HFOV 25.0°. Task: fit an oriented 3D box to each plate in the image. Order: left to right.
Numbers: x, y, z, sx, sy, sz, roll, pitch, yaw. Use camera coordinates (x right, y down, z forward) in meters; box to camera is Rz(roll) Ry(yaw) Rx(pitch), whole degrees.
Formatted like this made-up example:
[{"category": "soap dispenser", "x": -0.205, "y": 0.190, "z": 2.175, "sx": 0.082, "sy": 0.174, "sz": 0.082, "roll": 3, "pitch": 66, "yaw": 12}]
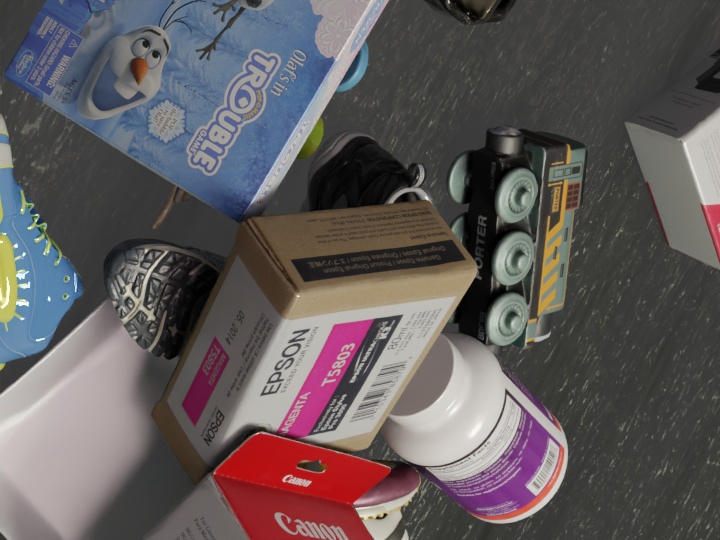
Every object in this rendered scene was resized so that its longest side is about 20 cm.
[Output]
[{"category": "plate", "x": -0.180, "y": 0.143, "z": 1.216, "sx": 0.199, "sy": 0.032, "sz": 0.200, "roll": -42, "pitch": 100, "yaw": -11}]

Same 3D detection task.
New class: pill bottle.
[{"category": "pill bottle", "x": 0.086, "y": 0.124, "z": 1.333, "sx": 0.113, "sy": 0.112, "sz": 0.200, "roll": -52, "pitch": 138, "yaw": -5}]

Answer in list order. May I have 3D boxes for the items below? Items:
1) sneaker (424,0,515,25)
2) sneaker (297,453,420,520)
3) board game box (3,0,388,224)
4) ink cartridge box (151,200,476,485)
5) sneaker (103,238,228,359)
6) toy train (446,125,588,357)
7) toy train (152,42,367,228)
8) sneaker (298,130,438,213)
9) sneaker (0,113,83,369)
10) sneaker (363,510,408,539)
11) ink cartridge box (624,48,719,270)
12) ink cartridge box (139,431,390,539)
[{"category": "sneaker", "x": 0.044, "y": -0.241, "z": 1.202, "sx": 0.199, "sy": 0.114, "sz": 0.077, "roll": 27, "pitch": 91, "yaw": -33}, {"category": "sneaker", "x": -0.045, "y": 0.153, "z": 1.299, "sx": 0.198, "sy": 0.075, "sz": 0.091, "roll": -3, "pitch": 93, "yaw": -22}, {"category": "board game box", "x": -0.108, "y": -0.165, "z": 1.101, "sx": 0.198, "sy": 0.043, "sz": 0.201, "roll": 31, "pitch": 90, "yaw": 9}, {"category": "ink cartridge box", "x": -0.034, "y": 0.051, "z": 1.141, "sx": 0.164, "sy": 0.075, "sz": 0.201, "roll": -9, "pitch": 141, "yaw": -39}, {"category": "sneaker", "x": -0.125, "y": 0.019, "z": 1.196, "sx": 0.078, "sy": 0.086, "sz": 0.200, "roll": -53, "pitch": 140, "yaw": 7}, {"category": "toy train", "x": 0.131, "y": -0.025, "z": 1.354, "sx": 0.113, "sy": 0.085, "sz": 0.202, "roll": -12, "pitch": 113, "yaw": -38}, {"category": "toy train", "x": -0.075, "y": -0.109, "z": 1.195, "sx": 0.115, "sy": 0.084, "sz": 0.201, "roll": 21, "pitch": 96, "yaw": -51}, {"category": "sneaker", "x": 0.000, "y": 0.000, "z": 1.254, "sx": 0.075, "sy": 0.113, "sz": 0.202, "roll": 2, "pitch": 105, "yaw": -40}, {"category": "sneaker", "x": -0.246, "y": -0.023, "z": 1.135, "sx": 0.104, "sy": 0.076, "sz": 0.202, "roll": -9, "pitch": 119, "yaw": -42}, {"category": "sneaker", "x": -0.048, "y": 0.232, "z": 1.350, "sx": 0.198, "sy": 0.074, "sz": 0.081, "roll": 4, "pitch": 78, "yaw": -28}, {"category": "ink cartridge box", "x": 0.351, "y": -0.121, "z": 1.449, "sx": 0.199, "sy": 0.083, "sz": 0.146, "roll": -36, "pitch": 122, "yaw": -16}, {"category": "ink cartridge box", "x": -0.064, "y": 0.214, "z": 1.169, "sx": 0.176, "sy": 0.084, "sz": 0.200, "roll": -45, "pitch": 150, "yaw": 14}]
